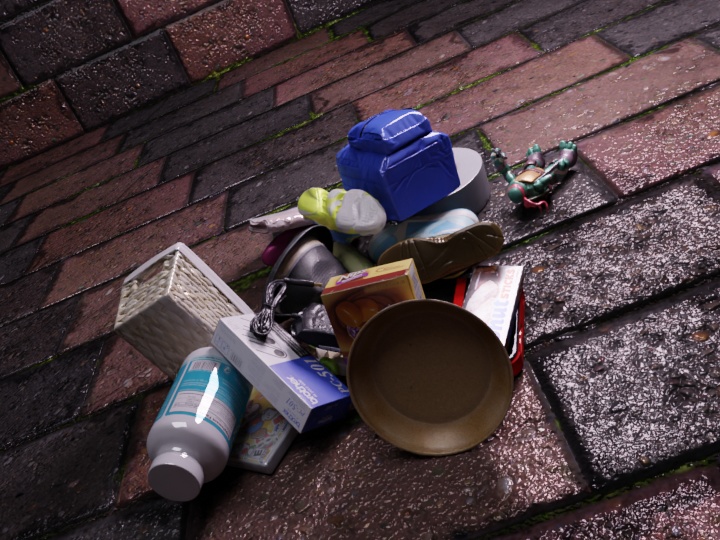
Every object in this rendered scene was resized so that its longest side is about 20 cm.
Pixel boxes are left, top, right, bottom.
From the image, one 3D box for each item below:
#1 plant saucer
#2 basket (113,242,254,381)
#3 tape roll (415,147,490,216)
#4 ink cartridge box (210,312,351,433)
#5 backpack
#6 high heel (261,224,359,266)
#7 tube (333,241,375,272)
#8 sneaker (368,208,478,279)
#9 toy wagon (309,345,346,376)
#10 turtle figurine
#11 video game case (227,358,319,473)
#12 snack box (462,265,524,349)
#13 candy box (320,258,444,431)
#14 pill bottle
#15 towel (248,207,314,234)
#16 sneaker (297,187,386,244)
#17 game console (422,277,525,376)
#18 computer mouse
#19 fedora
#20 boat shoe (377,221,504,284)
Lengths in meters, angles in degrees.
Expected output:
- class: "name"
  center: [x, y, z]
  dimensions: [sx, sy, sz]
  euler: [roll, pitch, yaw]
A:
- class: "plant saucer"
  center: [0.082, 0.123, 0.861]
  dimensions: [0.197, 0.204, 0.036]
  euler: [-15, 15, 16]
- class: "basket"
  center: [-0.278, 0.083, 1.164]
  dimensions: [0.134, 0.200, 0.124]
  euler: [-30, 34, 18]
- class: "tape roll"
  center: [0.141, -0.150, 1.359]
  dimensions: [0.197, 0.067, 0.202]
  euler: [-18, 32, 12]
- class: "ink cartridge box"
  center: [-0.110, 0.135, 1.004]
  dimensions: [0.199, 0.045, 0.093]
  euler: [39, 25, 29]
- class: "backpack"
  center: [0.054, -0.188, 1.253]
  dimensions: [0.160, 0.171, 0.199]
  euler: [-24, 20, -23]
- class: "high heel"
  center: [-0.091, -0.054, 1.375]
  dimensions: [0.197, 0.068, 0.096]
  euler: [-28, 19, -11]
- class: "tube"
  center: [0.000, 0.000, 1.237]
  dimensions: [0.057, 0.053, 0.200]
  euler: [-17, 25, -19]
- class: "sneaker"
  center: [0.100, -0.032, 1.195]
  dimensions: [0.196, 0.080, 0.131]
  euler: [-16, 30, 17]
- class: "toy wagon"
  center: [-0.006, 0.103, 1.076]
  dimensions: [0.197, 0.040, 0.156]
  euler: [4, 35, 29]
- class: "turtle figurine"
  center: [0.292, -0.167, 1.243]
  dimensions: [0.148, 0.103, 0.199]
  euler: [18, 33, 30]
- class: "video game case"
  center: [-0.150, 0.202, 1.071]
  dimensions: [0.179, 0.023, 0.201]
  euler: [-1, 38, 35]
- class: "snack box"
  center: [0.172, 0.061, 0.979]
  dimensions: [0.070, 0.025, 0.201]
  euler: [1, 37, 22]
- class: "candy box"
  center: [0.039, 0.097, 0.913]
  dimensions: [0.115, 0.203, 0.057]
  euler: [-13, 20, 19]
- class: "pill bottle"
  center: [-0.219, 0.207, 0.980]
  dimensions: [0.109, 0.112, 0.201]
  euler: [-13, 31, 18]
- class: "towel"
  center: [-0.110, -0.107, 1.411]
  dimensions: [0.196, 0.033, 0.190]
  euler: [-15, 10, -20]
- class: "sneaker"
  center: [-0.015, -0.086, 1.233]
  dimensions: [0.198, 0.105, 0.077]
  euler: [23, 76, 43]
- class: "game console"
  center: [0.141, 0.078, 1.018]
  dimensions: [0.173, 0.031, 0.201]
  euler: [-4, 35, 17]
- class: "computer mouse"
  center: [-0.053, 0.067, 1.046]
  dimensions: [0.195, 0.047, 0.141]
  euler: [3, 34, 3]
- class: "fedora"
  center: [-0.073, 0.025, 1.178]
  dimensions: [0.091, 0.203, 0.201]
  euler: [28, 52, 17]
- class: "boat shoe"
  center: [0.123, -0.019, 1.092]
  dimensions: [0.196, 0.075, 0.065]
  euler: [-13, -12, 19]
